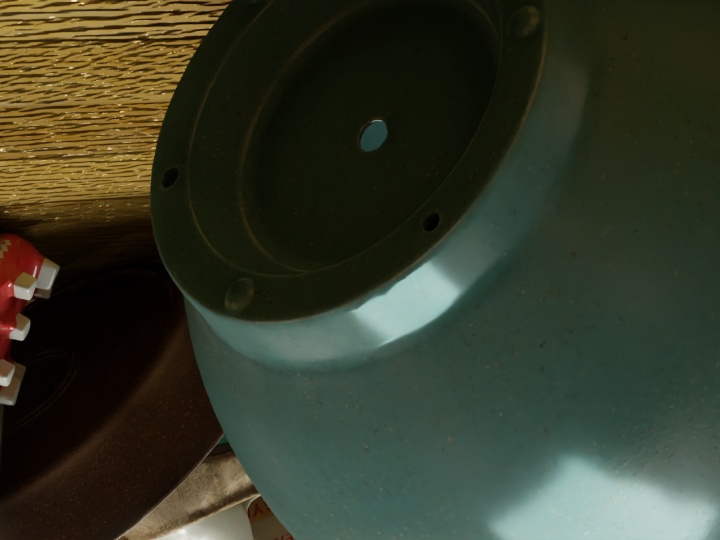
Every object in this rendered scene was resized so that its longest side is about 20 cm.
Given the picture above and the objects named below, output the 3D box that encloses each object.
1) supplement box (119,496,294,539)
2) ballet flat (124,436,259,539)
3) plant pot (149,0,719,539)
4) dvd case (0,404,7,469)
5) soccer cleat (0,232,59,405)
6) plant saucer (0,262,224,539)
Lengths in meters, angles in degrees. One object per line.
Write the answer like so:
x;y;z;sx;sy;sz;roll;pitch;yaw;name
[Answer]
-0.052;0.117;1.055;0.125;0.201;0.074;-22;161;-4;supplement box
-0.035;0.088;0.995;0.199;0.073;0.068;-18;-177;-17;ballet flat
0.031;-0.011;0.601;0.199;0.202;0.134;-17;143;31;plant pot
-0.203;0.085;0.831;0.149;0.025;0.200;11;-154;-12;dvd case
-0.166;0.015;0.850;0.085;0.069;0.200;20;-173;3;soccer cleat
-0.130;0.060;0.965;0.199;0.035;0.201;-27;-155;14;plant saucer
